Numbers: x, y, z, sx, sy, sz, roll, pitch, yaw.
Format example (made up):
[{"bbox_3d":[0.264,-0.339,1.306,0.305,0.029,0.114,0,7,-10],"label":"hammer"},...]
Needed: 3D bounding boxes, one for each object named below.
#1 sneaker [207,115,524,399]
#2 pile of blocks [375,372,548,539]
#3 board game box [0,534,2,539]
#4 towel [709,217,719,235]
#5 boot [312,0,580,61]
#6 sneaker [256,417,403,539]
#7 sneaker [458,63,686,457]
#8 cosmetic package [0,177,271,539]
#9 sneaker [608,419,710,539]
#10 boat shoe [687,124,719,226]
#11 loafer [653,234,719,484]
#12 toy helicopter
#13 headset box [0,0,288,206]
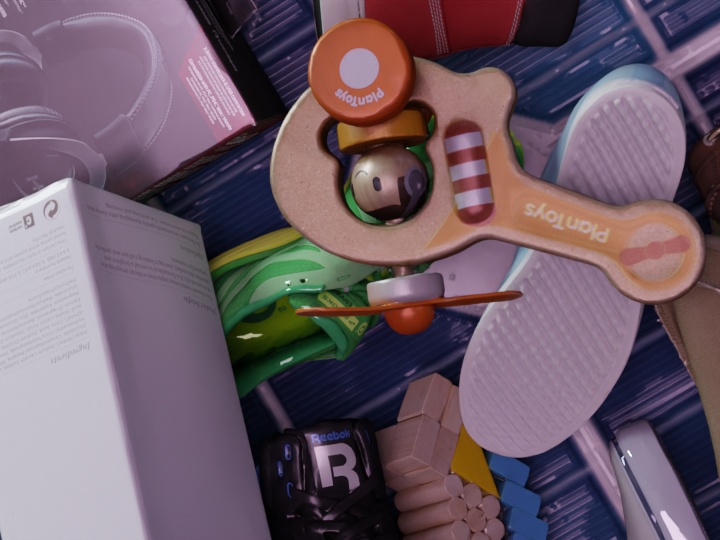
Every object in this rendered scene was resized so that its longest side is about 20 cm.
[{"bbox_3d":[0.000,0.000,1.258,0.200,0.084,0.074,-36,126,18],"label":"sneaker"},{"bbox_3d":[0.057,0.150,1.292,0.062,0.082,0.201,-24,80,54],"label":"pile of blocks"},{"bbox_3d":[-0.255,0.142,1.296,0.200,0.057,0.165,46,106,30],"label":"board game box"},{"bbox_3d":[0.271,0.023,1.250,0.199,0.023,0.144,-5,96,12],"label":"towel"},{"bbox_3d":[0.044,-0.188,1.212,0.144,0.072,0.200,-9,124,-3],"label":"boot"},{"bbox_3d":[-0.006,0.131,1.219,0.073,0.200,0.112,-12,110,-19],"label":"sneaker"},{"bbox_3d":[0.107,-0.006,1.251,0.074,0.082,0.200,26,113,1],"label":"sneaker"},{"bbox_3d":[-0.111,0.071,1.200,0.081,0.113,0.201,-22,67,25],"label":"cosmetic package"},{"bbox_3d":[0.146,0.173,1.262,0.071,0.073,0.201,-18,94,5],"label":"sneaker"},{"bbox_3d":[0.239,-0.090,1.218,0.202,0.075,0.075,-35,60,-1],"label":"boat shoe"},{"bbox_3d":[0.194,0.074,1.210,0.067,0.076,0.200,-40,99,-32],"label":"loafer"},{"bbox_3d":[0.054,-0.022,1.172,0.199,0.079,0.133,18,86,11],"label":"toy helicopter"},{"bbox_3d":[-0.143,-0.097,1.284,0.200,0.077,0.149,-29,90,14],"label":"headset box"}]
